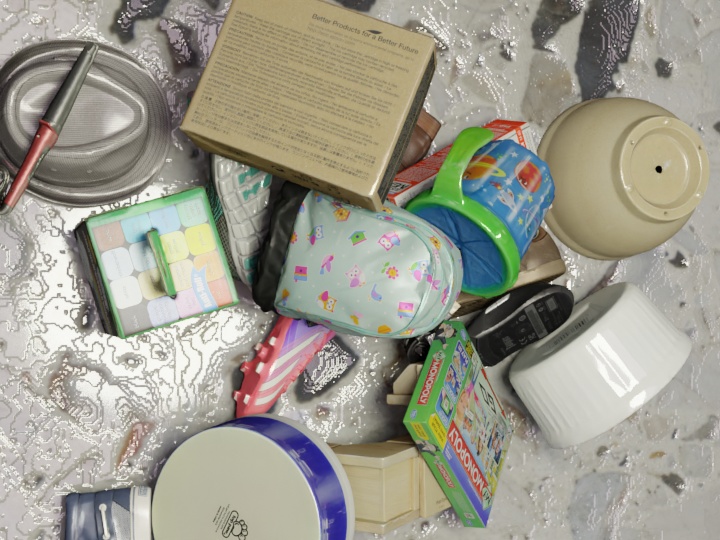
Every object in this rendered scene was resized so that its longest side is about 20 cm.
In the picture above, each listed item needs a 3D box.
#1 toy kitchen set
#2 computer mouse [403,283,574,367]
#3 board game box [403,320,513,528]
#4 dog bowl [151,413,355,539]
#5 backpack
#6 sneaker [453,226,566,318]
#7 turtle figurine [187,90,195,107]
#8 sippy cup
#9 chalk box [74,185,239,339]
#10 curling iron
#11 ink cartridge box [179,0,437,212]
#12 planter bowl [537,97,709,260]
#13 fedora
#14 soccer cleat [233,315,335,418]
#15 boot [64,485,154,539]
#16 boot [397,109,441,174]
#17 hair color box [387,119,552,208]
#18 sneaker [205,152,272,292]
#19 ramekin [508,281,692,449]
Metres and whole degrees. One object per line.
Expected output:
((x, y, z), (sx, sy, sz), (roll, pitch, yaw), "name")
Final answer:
((0.004, 0.179, 1.289), (0.200, 0.180, 0.164), (-4, 94, -58), "toy kitchen set")
((0.137, 0.055, 1.308), (0.200, 0.046, 0.140), (-36, 135, 6), "computer mouse")
((0.111, 0.170, 1.268), (0.200, 0.029, 0.135), (61, 39, -40), "board game box")
((-0.111, 0.251, 1.185), (0.200, 0.079, 0.201), (1, 92, 25), "dog bowl")
((0.000, 0.000, 1.163), (0.200, 0.127, 0.167), (18, 100, 16), "backpack")
((0.140, 0.001, 1.352), (0.200, 0.070, 0.076), (-16, 75, -21), "sneaker")
((-0.074, -0.179, 1.229), (0.200, 0.101, 0.150), (-19, 119, 7), "turtle figurine")
((0.134, -0.064, 1.219), (0.140, 0.178, 0.130), (40, 61, 4), "sippy cup")
((-0.203, -0.007, 1.156), (0.124, 0.200, 0.125), (-17, 94, -18), "chalk box")
((-0.313, -0.138, 1.126), (0.050, 0.026, 0.200), (34, 86, -9), "curling iron")
((-0.046, -0.167, 1.102), (0.200, 0.075, 0.165), (21, 83, 11), "ink cartridge box")
((0.324, -0.115, 1.370), (0.200, 0.135, 0.201), (1, 88, -18), "planter bowl")
((-0.286, -0.157, 1.190), (0.199, 0.090, 0.177), (7, 87, -18), "fedora")
((-0.071, 0.083, 1.272), (0.076, 0.067, 0.200), (29, 77, -20), "soccer cleat")
((-0.259, 0.325, 1.206), (0.090, 0.073, 0.201), (-2, 87, -4), "boot")
((-0.024, -0.122, 1.296), (0.186, 0.064, 0.200), (31, 84, -15), "boot")
((0.114, -0.080, 1.311), (0.200, 0.064, 0.111), (-30, 114, -23), "hair color box")
((-0.140, -0.073, 1.214), (0.078, 0.091, 0.200), (-29, 123, -44), "sneaker")
((0.264, 0.101, 1.316), (0.200, 0.200, 0.098), (-39, 92, -16), "ramekin")
